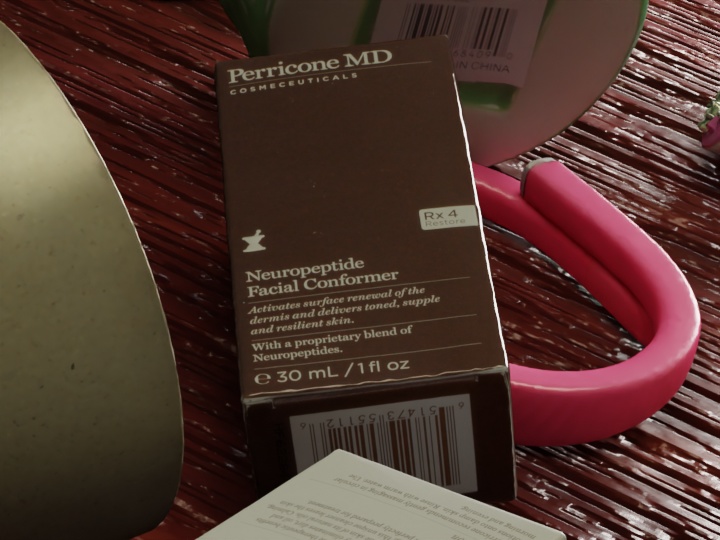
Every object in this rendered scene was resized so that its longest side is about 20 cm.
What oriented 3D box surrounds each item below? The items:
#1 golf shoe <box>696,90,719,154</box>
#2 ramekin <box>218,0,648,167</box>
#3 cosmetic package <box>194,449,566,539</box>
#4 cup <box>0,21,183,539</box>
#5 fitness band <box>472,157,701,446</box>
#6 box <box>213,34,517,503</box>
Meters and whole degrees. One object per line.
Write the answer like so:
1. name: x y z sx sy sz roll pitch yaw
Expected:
1. golf shoe: 0.230 -0.090 1.366 0.091 0.076 0.200 34 37 5
2. ramekin: 0.032 -0.137 1.247 0.199 0.201 0.098 1 41 -17
3. cosmetic package: -0.036 0.141 0.838 0.199 0.085 0.107 -30 33 -35
4. cup: -0.171 0.024 0.941 0.143 0.201 0.200 -24 45 -26
5. fitness band: 0.054 0.004 1.177 0.143 0.038 0.200 -12 38 -33
6. box: 0.000 0.000 1.087 0.099 0.075 0.201 -7 41 -1
